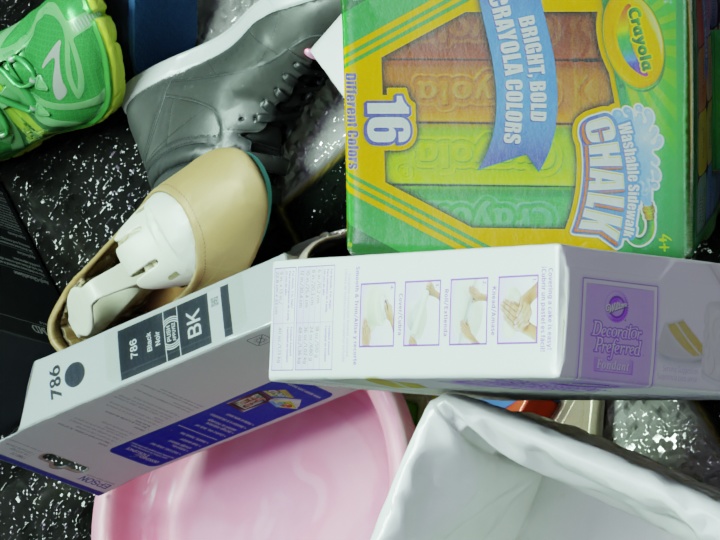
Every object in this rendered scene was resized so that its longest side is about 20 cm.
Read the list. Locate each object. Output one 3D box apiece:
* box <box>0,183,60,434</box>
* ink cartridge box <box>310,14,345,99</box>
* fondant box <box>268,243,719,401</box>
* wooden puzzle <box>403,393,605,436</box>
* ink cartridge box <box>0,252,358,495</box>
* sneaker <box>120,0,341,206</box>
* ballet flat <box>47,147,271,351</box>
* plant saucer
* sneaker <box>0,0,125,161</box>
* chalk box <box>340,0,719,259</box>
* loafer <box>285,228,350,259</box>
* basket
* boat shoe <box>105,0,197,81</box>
[{"bbox_3d":[-0.260,0.002,1.649,0.079,0.200,0.141,-44,58,17],"label":"box"},{"bbox_3d":[0.094,-0.137,1.465,0.200,0.146,0.084,-47,58,17],"label":"ink cartridge box"},{"bbox_3d":[0.074,0.026,1.301,0.200,0.144,0.058,-5,81,52],"label":"fondant box"},{"bbox_3d":[0.031,0.130,1.511,0.185,0.046,0.201,-3,78,34],"label":"wooden puzzle"},{"bbox_3d":[-0.085,0.054,1.468,0.200,0.099,0.039,-23,61,27],"label":"ink cartridge box"},{"bbox_3d":[-0.043,-0.087,1.602,0.200,0.071,0.100,-27,67,34],"label":"sneaker"},{"bbox_3d":[-0.110,0.000,1.582,0.069,0.063,0.200,62,145,13],"label":"ballet flat"},{"bbox_3d":[-0.046,0.124,1.512,0.200,0.051,0.201,-14,66,33],"label":"plant saucer"},{"bbox_3d":[-0.196,-0.100,1.668,0.200,0.083,0.074,-31,79,52],"label":"sneaker"},{"bbox_3d":[0.101,-0.074,1.326,0.199,0.124,0.125,0,101,14],"label":"chalk box"},{"bbox_3d":[0.000,0.000,1.541,0.199,0.063,0.072,-9,44,32],"label":"loafer"},{"bbox_3d":[0.102,0.180,1.350,0.200,0.161,0.199,23,93,18],"label":"basket"},{"bbox_3d":[-0.130,-0.196,1.641,0.069,0.084,0.201,31,122,36],"label":"boat shoe"}]
